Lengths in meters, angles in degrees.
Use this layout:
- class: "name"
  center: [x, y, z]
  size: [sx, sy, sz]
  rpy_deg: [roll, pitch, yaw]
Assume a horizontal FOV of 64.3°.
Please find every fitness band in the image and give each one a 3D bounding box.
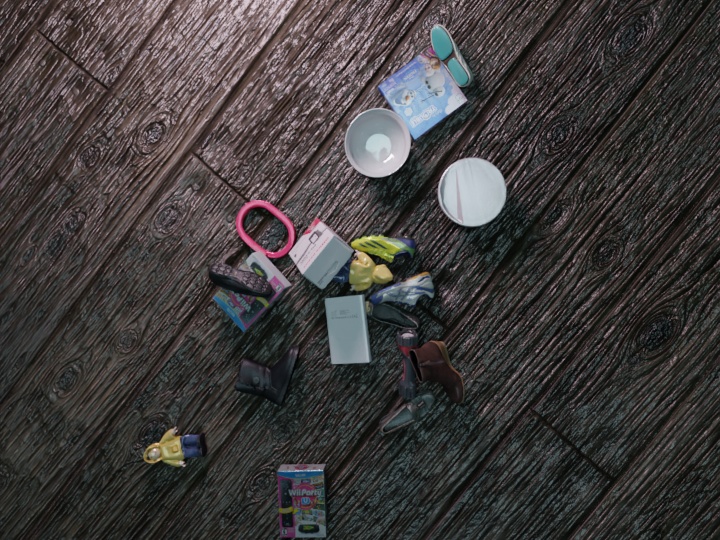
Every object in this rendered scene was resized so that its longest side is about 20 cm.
- class: "fitness band"
  center: [-0.294, -0.127, 1.787]
  size: [0.199, 0.037, 0.144]
  rpy_deg: [39, 91, 2]

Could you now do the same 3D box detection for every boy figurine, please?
- class: "boy figurine"
  center: [0.000, 0.000, 1.739]
  size: [0.196, 0.065, 0.127]
  rpy_deg: [2, 103, 2]
- class: "boy figurine"
  center: [-0.587, 0.557, 1.801]
  size: [0.196, 0.064, 0.127]
  rpy_deg: [-8, 92, 1]

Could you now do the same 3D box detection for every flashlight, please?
- class: "flashlight"
  center: [0.139, 0.281, 1.721]
  size: [0.067, 0.068, 0.204]
  rpy_deg: [5, 109, 13]

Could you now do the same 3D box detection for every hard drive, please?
- class: "hard drive"
  center: [-0.038, 0.181, 1.752]
  size: [0.130, 0.027, 0.204]
  rpy_deg: [-6, 89, 25]

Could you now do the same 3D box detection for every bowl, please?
- class: "bowl"
  center: [0.054, -0.375, 1.728]
  size: [0.197, 0.090, 0.205]
  rpy_deg: [0, 90, 5]

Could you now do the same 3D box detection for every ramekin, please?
- class: "ramekin"
  center: [0.327, -0.228, 1.704]
  size: [0.198, 0.094, 0.207]
  rpy_deg: [0, 91, 4]

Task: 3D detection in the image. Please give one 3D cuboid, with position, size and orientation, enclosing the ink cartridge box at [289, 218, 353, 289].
- class: "ink cartridge box"
  center: [-0.120, -0.053, 1.684]
  size: [0.083, 0.200, 0.146]
  rpy_deg: [38, 93, -26]

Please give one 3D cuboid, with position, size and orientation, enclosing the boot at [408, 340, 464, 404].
- class: "boot"
  center: [0.220, 0.311, 1.681]
  size: [0.072, 0.165, 0.203]
  rpy_deg: [-28, 77, 40]

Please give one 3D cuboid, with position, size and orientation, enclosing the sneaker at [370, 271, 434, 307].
- class: "sneaker"
  center: [0.130, 0.076, 1.728]
  size: [0.197, 0.075, 0.090]
  rpy_deg: [-20, 92, 0]

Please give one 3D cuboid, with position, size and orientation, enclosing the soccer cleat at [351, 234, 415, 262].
- class: "soccer cleat"
  center: [0.069, -0.066, 1.740]
  size: [0.196, 0.065, 0.085]
  rpy_deg: [-1, 88, 4]

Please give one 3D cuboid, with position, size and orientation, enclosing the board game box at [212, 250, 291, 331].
- class: "board game box"
  center: [-0.332, 0.064, 1.759]
  size: [0.148, 0.064, 0.200]
  rpy_deg: [45, 105, 3]

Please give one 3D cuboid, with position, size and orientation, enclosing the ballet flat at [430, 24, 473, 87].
- class: "ballet flat"
  center: [0.277, -0.644, 1.724]
  size: [0.069, 0.069, 0.202]
  rpy_deg: [-30, 89, 4]

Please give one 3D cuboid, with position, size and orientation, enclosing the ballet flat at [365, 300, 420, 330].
- class: "ballet flat"
  center: [0.090, 0.134, 1.744]
  size: [0.196, 0.057, 0.068]
  rpy_deg: [15, 91, 5]

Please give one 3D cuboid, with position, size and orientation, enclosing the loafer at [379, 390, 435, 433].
- class: "loafer"
  center: [0.145, 0.438, 1.738]
  size: [0.198, 0.063, 0.072]
  rpy_deg: [-35, 88, 4]

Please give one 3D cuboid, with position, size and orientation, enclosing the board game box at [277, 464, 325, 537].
- class: "board game box"
  center: [-0.176, 0.706, 1.760]
  size: [0.145, 0.064, 0.204]
  rpy_deg: [-3, 89, 4]

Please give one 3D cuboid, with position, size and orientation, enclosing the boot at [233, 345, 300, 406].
- class: "boot"
  center: [-0.289, 0.303, 1.766]
  size: [0.166, 0.076, 0.203]
  rpy_deg: [21, 98, 1]

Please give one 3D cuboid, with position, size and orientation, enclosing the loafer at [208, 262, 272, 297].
- class: "loafer"
  center: [-0.356, 0.037, 1.702]
  size: [0.197, 0.071, 0.069]
  rpy_deg: [19, 47, 3]

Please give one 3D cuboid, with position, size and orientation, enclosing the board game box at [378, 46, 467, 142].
- class: "board game box"
  center: [0.188, -0.533, 1.739]
  size: [0.199, 0.043, 0.200]
  rpy_deg: [-36, 89, 4]
